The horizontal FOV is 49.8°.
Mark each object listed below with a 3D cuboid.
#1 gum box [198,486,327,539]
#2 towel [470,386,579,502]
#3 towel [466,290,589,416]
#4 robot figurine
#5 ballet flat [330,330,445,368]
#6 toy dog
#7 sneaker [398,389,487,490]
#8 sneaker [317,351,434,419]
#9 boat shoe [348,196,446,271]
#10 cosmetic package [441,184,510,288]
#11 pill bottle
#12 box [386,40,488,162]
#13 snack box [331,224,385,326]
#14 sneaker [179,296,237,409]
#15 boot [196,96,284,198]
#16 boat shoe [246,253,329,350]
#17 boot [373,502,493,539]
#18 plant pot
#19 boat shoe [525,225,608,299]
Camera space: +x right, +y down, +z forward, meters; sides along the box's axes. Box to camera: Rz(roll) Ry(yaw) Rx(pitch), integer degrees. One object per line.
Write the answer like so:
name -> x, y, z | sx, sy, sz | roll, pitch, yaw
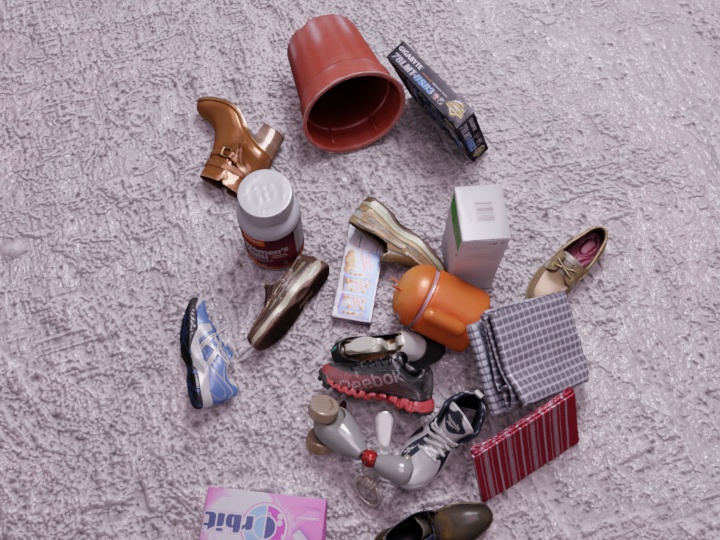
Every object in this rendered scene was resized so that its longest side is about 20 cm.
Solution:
gum box -> -0.145, 0.410, 1.212 | 0.200, 0.066, 0.114 | 5, 66, 2
towel -> 0.266, 0.279, 1.238 | 0.200, 0.145, 0.022 | -29, 42, -12
towel -> 0.280, 0.130, 1.268 | 0.200, 0.086, 0.166 | -14, 88, -37
robot figurine -> 0.140, 0.063, 1.328 | 0.200, 0.117, 0.144 | 27, 53, -4
ballet flat -> 0.049, 0.137, 1.330 | 0.200, 0.068, 0.068 | -6, 65, -3
toy dog -> 0.002, 0.271, 1.260 | 0.200, 0.132, 0.096 | 42, 41, 8
sneaker -> 0.133, 0.263, 1.243 | 0.199, 0.130, 0.080 | -36, 70, -15
sneaker -> 0.030, 0.172, 1.278 | 0.200, 0.071, 0.098 | 13, 101, 11
boat shoe -> 0.062, -0.040, 1.396 | 0.200, 0.072, 0.076 | 41, 72, 4
cosmetic package -> 0.196, -0.053, 1.341 | 0.085, 0.200, 0.108 | -4, 64, -4
pill bottle -> -0.157, -0.086, 1.352 | 0.109, 0.200, 0.110 | 0, 67, 0
box -> 0.149, -0.312, 1.453 | 0.050, 0.200, 0.199 | -43, 71, 6
snack box -> 0.000, 0.000, 1.412 | 0.072, 0.024, 0.200 | 10, 67, 2
sneaker -> -0.263, 0.140, 1.335 | 0.077, 0.076, 0.200 | -2, 65, -26
boot -> -0.265, -0.238, 1.488 | 0.200, 0.074, 0.155 | 28, 74, 14
boat shoe -> -0.141, 0.051, 1.369 | 0.075, 0.075, 0.202 | 30, 60, 19
boot -> 0.117, 0.405, 1.199 | 0.200, 0.097, 0.075 | -17, 68, -7
plant pot -> -0.042, -0.367, 1.481 | 0.200, 0.201, 0.196 | -18, 61, -8
boat shoe -> 0.371, -0.010, 1.396 | 0.074, 0.066, 0.200 | 39, 72, 15
